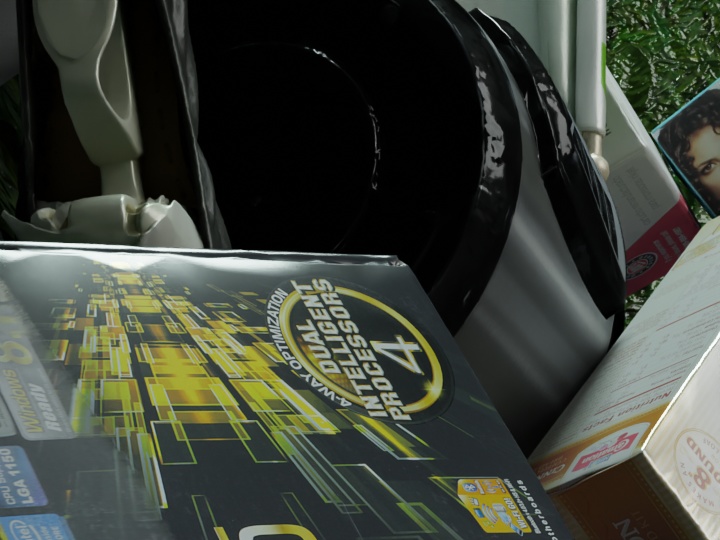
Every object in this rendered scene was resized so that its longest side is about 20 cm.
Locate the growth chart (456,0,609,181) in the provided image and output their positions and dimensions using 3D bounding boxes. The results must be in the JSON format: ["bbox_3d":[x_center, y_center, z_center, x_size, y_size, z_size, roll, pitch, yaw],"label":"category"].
[{"bbox_3d":[0.007,-0.097,1.105,0.018,0.199,0.145,48,46,-58],"label":"growth chart"}]

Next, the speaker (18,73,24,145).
[{"bbox_3d":[-0.095,-0.136,1.086,0.081,0.081,0.201,46,35,-60],"label":"speaker"}]

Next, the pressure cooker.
[{"bbox_3d":[-0.003,0.001,0.974,0.178,0.177,0.200,17,-15,27],"label":"pressure cooker"}]

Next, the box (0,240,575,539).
[{"bbox_3d":[-0.020,0.078,0.631,0.161,0.049,0.200,1,44,-35],"label":"box"}]

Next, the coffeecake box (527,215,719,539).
[{"bbox_3d":[0.147,0.078,0.940,0.154,0.073,0.200,54,41,-9],"label":"coffeecake box"}]

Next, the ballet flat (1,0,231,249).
[{"bbox_3d":[-0.078,-0.030,0.844,0.068,0.068,0.201,36,44,-78],"label":"ballet flat"}]

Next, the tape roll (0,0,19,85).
[{"bbox_3d":[-0.127,-0.180,0.956,0.203,0.139,0.203,55,-6,9],"label":"tape roll"}]

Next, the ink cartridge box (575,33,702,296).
[{"bbox_3d":[0.028,-0.010,1.159,0.083,0.199,0.147,62,8,22],"label":"ink cartridge box"}]

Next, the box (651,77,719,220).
[{"bbox_3d":[0.209,-0.001,1.135,0.200,0.082,0.049,54,5,23],"label":"box"}]

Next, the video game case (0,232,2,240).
[{"bbox_3d":[-0.186,-0.106,0.794,0.182,0.023,0.200,60,8,31],"label":"video game case"}]
